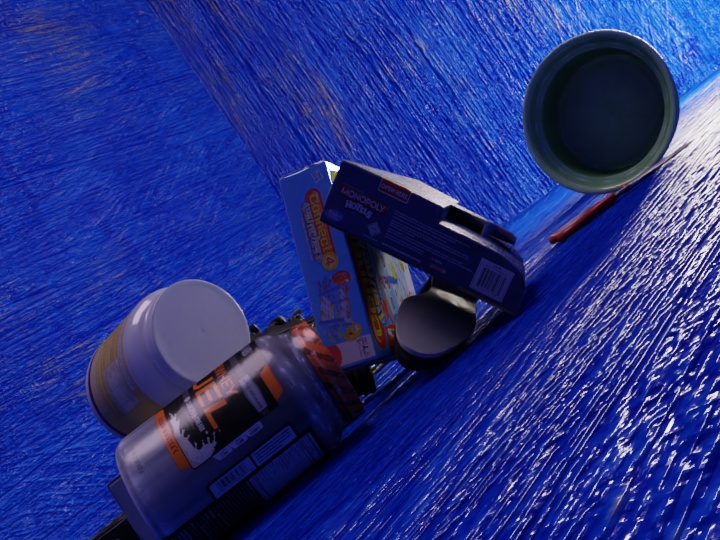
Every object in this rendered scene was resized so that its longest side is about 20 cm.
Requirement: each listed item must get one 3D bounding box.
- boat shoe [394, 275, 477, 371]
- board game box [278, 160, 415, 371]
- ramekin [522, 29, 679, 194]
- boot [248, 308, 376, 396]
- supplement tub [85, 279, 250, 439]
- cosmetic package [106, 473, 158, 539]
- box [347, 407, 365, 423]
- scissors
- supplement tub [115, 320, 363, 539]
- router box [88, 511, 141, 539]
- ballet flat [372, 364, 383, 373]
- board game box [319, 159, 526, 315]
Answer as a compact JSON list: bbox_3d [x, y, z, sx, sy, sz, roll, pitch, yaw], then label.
[{"bbox_3d":[0.076,0.052,0.774,0.202,0.072,0.064,-50,-18,-63],"label":"boat shoe"},{"bbox_3d":[0.000,0.000,0.838,0.055,0.205,0.195,-18,-8,18],"label":"board game box"},{"bbox_3d":[0.322,-0.207,1.022,0.199,0.203,0.097,-37,-10,32],"label":"ramekin"},{"bbox_3d":[-0.072,0.110,0.936,0.159,0.075,0.199,-20,25,-1],"label":"boot"},{"bbox_3d":[-0.230,0.109,0.924,0.145,0.147,0.199,-34,-2,-45],"label":"supplement tub"},{"bbox_3d":[-0.183,0.228,0.894,0.073,0.105,0.200,-36,0,23],"label":"cosmetic package"},{"bbox_3d":[-0.083,0.186,0.785,0.198,0.039,0.041,-36,-1,-21],"label":"box"},{"bbox_3d":[0.315,-0.095,0.954,0.199,0.014,0.073,-39,-4,11],"label":"scissors"},{"bbox_3d":[-0.101,0.142,0.678,0.198,0.124,0.123,-36,-2,-10],"label":"supplement tub"},{"bbox_3d":[-0.281,0.329,0.948,0.149,0.063,0.200,-36,-2,7],"label":"router box"},{"bbox_3d":[0.005,0.125,1.129,0.199,0.069,0.072,-31,-22,-47],"label":"ballet flat"},{"bbox_3d":[0.079,-0.041,0.773,0.063,0.197,0.200,-65,-8,12],"label":"board game box"}]
